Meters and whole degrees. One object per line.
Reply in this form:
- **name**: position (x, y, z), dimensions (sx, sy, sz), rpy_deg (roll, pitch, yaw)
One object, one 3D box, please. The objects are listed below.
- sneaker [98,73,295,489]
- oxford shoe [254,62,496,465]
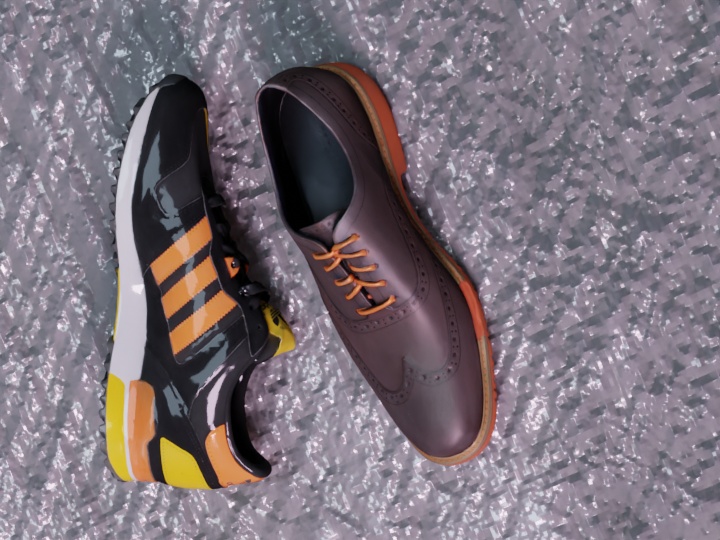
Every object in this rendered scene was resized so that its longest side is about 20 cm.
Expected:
- **sneaker**: position (-0.072, 0.008, 1.260), dimensions (0.089, 0.070, 0.202), rpy_deg (7, 98, 12)
- **oxford shoe**: position (0.000, 0.000, 1.210), dimensions (0.071, 0.072, 0.201), rpy_deg (-29, 81, 26)
